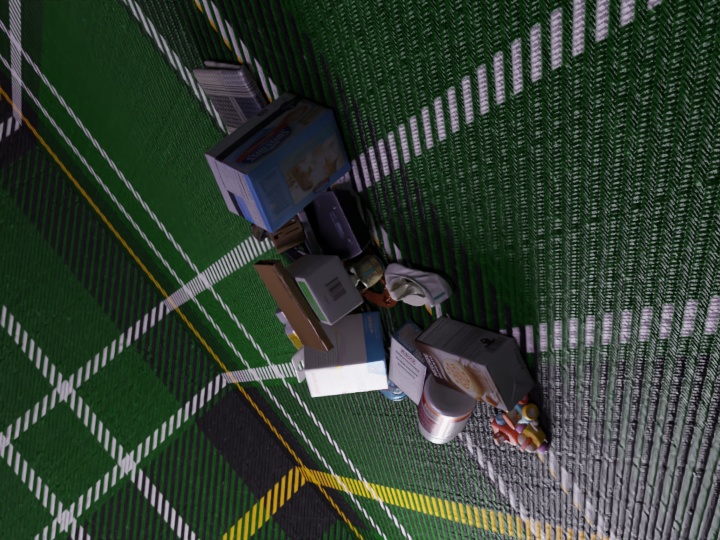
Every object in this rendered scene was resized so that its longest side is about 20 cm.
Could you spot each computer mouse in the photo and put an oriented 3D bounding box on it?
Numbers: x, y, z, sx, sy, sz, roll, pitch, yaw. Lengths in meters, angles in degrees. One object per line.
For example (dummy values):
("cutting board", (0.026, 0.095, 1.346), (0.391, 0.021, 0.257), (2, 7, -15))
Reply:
("computer mouse", (-0.138, -0.042, 1.918), (0.141, 0.046, 0.200), (49, 172, -33))

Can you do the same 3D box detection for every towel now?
("towel", (-0.231, -0.320, 1.685), (0.199, 0.035, 0.194), (18, 145, 50))

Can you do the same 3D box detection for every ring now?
("ring", (0.000, 0.000, 1.767), (0.200, 0.019, 0.201), (41, 157, 22))

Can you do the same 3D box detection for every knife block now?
("knife block", (-0.152, -0.071, 1.769), (0.201, 0.063, 0.177), (58, 173, 49))

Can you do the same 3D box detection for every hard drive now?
("hard drive", (-0.045, -0.088, 1.646), (0.136, 0.042, 0.200), (65, 159, -5))

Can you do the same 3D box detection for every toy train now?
("toy train", (0.283, 0.290, 1.646), (0.150, 0.056, 0.201), (29, 150, 41))

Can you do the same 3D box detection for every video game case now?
("video game case", (-0.117, -0.094, 1.758), (0.144, 0.017, 0.201), (60, 173, 41))

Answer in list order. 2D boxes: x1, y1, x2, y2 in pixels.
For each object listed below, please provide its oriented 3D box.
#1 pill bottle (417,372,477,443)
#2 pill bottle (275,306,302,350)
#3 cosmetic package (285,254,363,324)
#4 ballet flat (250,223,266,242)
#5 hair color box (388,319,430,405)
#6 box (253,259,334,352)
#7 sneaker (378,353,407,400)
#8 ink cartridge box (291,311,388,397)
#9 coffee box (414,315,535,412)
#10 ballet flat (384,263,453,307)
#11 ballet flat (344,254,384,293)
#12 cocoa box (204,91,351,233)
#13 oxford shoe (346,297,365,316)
("pill bottle", (0.173, 0.280, 1.765), (0.109, 0.109, 0.201), (42, 157, 17))
("pill bottle", (-0.114, 0.154, 2.105), (0.201, 0.114, 0.114), (54, 158, -12))
("cosmetic package", (-0.083, 0.033, 1.679), (0.108, 0.084, 0.200), (59, 162, -11))
("ballet flat", (-0.224, -0.117, 1.950), (0.046, 0.067, 0.200), (43, 164, 4))
("hair color box", (0.115, 0.197, 1.807), (0.100, 0.060, 0.201), (40, 157, 21))
("box", (-0.135, 0.068, 1.702), (0.201, 0.021, 0.163), (59, 163, -12))
("sneaker", (0.036, 0.210, 1.985), (0.199, 0.079, 0.096), (30, 143, 22))
("ink cartridge box", (-0.046, 0.183, 1.867), (0.129, 0.197, 0.126), (83, -179, -54))
("coffee box", (0.204, 0.166, 1.561), (0.199, 0.080, 0.115), (15, 140, 55))
("ballet flat", (0.089, 0.030, 1.582), (0.199, 0.069, 0.070), (12, 138, 57))
("ballet flat", (-0.013, 0.018, 1.708), (0.071, 0.071, 0.200), (50, 159, -2))
("cocoa box", (-0.138, -0.188, 1.482), (0.131, 0.200, 0.134), (28, 149, 41))
("oxford shoe", (-0.057, 0.088, 1.950), (0.071, 0.071, 0.200), (49, 160, -4))
